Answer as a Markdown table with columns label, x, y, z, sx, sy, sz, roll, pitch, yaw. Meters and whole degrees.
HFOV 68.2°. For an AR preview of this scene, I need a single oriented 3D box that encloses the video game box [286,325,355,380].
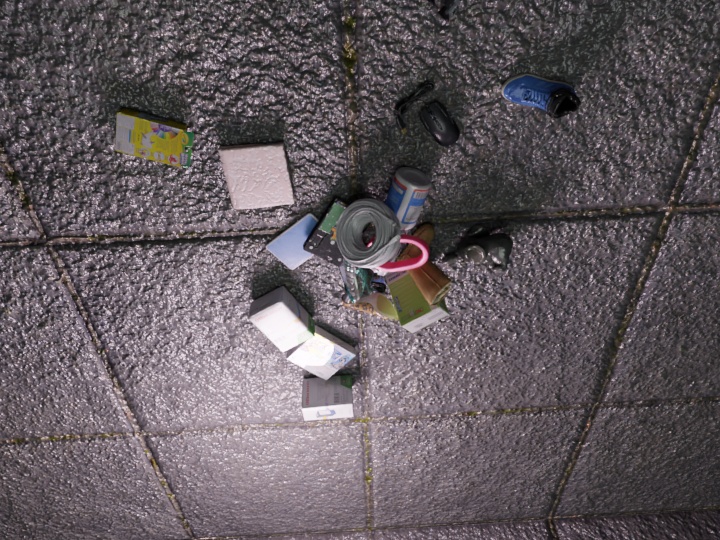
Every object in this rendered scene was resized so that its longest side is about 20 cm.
| label | x | y | z | sx | sy | sz | roll | pitch | yaw |
| --- | --- | --- | --- | --- | --- | --- | --- | --- | --- |
| video game box | -0.149 | 0.313 | 2.007 | 0.199 | 0.047 | 0.182 | 34 | 122 | -26 |

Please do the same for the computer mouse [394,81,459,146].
| label | x | y | z | sx | sy | sz | roll | pitch | yaw |
| --- | --- | --- | --- | --- | --- | --- | --- | --- | --- |
| computer mouse | 0.182 | -0.399 | 1.457 | 0.140 | 0.046 | 0.200 | -28 | 125 | 17 |

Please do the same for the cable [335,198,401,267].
| label | x | y | z | sx | sy | sz | roll | pitch | yaw |
| --- | --- | --- | --- | --- | --- | --- | --- | --- | --- |
| cable | 0.022 | -0.109 | 1.549 | 0.200 | 0.201 | 0.069 | -47 | 154 | 24 |

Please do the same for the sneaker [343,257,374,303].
| label | x | y | z | sx | sy | sz | roll | pitch | yaw |
| --- | --- | --- | --- | --- | --- | --- | --- | --- | --- |
| sneaker | -0.001 | 0.000 | 1.683 | 0.090 | 0.078 | 0.202 | -13 | 117 | -20 |

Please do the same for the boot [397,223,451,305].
| label | x | y | z | sx | sy | sz | roll | pitch | yaw |
| --- | --- | --- | --- | --- | --- | --- | --- | --- | --- |
| boot | 0.221 | -0.020 | 1.653 | 0.066 | 0.200 | 0.176 | 11 | 121 | -44 |

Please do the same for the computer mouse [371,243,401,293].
| label | x | y | z | sx | sy | sz | roll | pitch | yaw |
| --- | --- | --- | --- | --- | --- | --- | --- | --- | --- |
| computer mouse | 0.064 | -0.019 | 1.716 | 0.109 | 0.044 | 0.201 | 27 | 116 | 0 |

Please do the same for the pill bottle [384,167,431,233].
| label | x | y | z | sx | sy | sz | roll | pitch | yaw |
| --- | --- | --- | --- | --- | --- | --- | --- | --- | --- |
| pill bottle | 0.127 | -0.193 | 1.577 | 0.111 | 0.113 | 0.201 | 12 | 127 | -12 |

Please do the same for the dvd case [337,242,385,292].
| label | x | y | z | sx | sy | sz | roll | pitch | yaw |
| --- | --- | --- | --- | --- | --- | --- | --- | --- | --- |
| dvd case | 0.000 | 0.000 | 1.783 | 0.141 | 0.018 | 0.201 | -12 | 129 | 7 |

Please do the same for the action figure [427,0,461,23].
| label | x | y | z | sx | sy | sz | roll | pitch | yaw |
| --- | --- | --- | --- | --- | --- | --- | --- | --- | --- |
| action figure | 0.248 | -0.679 | 1.226 | 0.130 | 0.070 | 0.200 | 36 | 115 | -22 |

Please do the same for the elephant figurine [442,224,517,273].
| label | x | y | z | sx | sy | sz | roll | pitch | yaw |
| --- | --- | --- | --- | --- | --- | --- | --- | --- | --- |
| elephant figurine | 0.372 | -0.068 | 1.691 | 0.198 | 0.142 | 0.157 | 13 | 99 | 6 |

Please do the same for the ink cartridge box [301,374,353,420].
| label | x | y | z | sx | sy | sz | roll | pitch | yaw |
| --- | --- | --- | --- | --- | --- | --- | --- | --- | --- |
| ink cartridge box | -0.129 | 0.499 | 2.092 | 0.197 | 0.146 | 0.088 | -4 | 131 | -1 |

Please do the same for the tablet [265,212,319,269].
| label | x | y | z | sx | sy | sz | roll | pitch | yaw |
| --- | --- | --- | --- | --- | --- | --- | --- | --- | --- |
| tablet | -0.191 | -0.091 | 1.703 | 0.199 | 0.014 | 0.130 | -33 | 123 | 22 |

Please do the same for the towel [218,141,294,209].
| label | x | y | z | sx | sy | sz | roll | pitch | yaw |
| --- | --- | --- | --- | --- | --- | --- | --- | --- | --- |
| towel | -0.297 | -0.274 | 1.540 | 0.189 | 0.032 | 0.202 | -6 | 129 | 0 |

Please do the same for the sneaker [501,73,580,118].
| label | x | y | z | sx | sy | sz | roll | pitch | yaw |
| --- | --- | --- | --- | --- | --- | --- | --- | --- | --- |
| sneaker | 0.475 | -0.454 | 1.389 | 0.197 | 0.112 | 0.077 | 6 | 128 | -8 |

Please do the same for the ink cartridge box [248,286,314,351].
| label | x | y | z | sx | sy | sz | roll | pitch | yaw |
| --- | --- | --- | --- | --- | --- | --- | --- | --- | --- |
| ink cartridge box | -0.271 | 0.170 | 1.850 | 0.144 | 0.088 | 0.200 | -27 | 127 | 17 |

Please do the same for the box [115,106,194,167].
| label | x | y | z | sx | sy | sz | roll | pitch | yaw |
| --- | --- | --- | --- | --- | --- | --- | --- | --- | --- |
| box | -0.556 | -0.359 | 1.447 | 0.198 | 0.049 | 0.118 | 14 | 126 | -11 |

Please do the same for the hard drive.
| label | x | y | z | sx | sy | sz | roll | pitch | yaw |
| --- | --- | --- | --- | --- | --- | --- | --- | --- | --- |
| hard drive | -0.073 | -0.119 | 1.657 | 0.139 | 0.038 | 0.201 | 25 | 117 | -23 |

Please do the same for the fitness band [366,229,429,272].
| label | x | y | z | sx | sy | sz | roll | pitch | yaw |
| --- | --- | --- | --- | --- | --- | --- | --- | --- | --- |
| fitness band | 0.111 | -0.055 | 1.614 | 0.198 | 0.038 | 0.144 | -10 | 135 | 26 |

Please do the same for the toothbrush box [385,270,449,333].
| label | x | y | z | sx | sy | sz | roll | pitch | yaw |
| --- | --- | --- | --- | --- | --- | --- | --- | --- | --- |
| toothbrush box | 0.182 | 0.077 | 1.730 | 0.145 | 0.202 | 0.086 | -30 | 147 | 19 |

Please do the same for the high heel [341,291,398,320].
| label | x | y | z | sx | sy | sz | roll | pitch | yaw |
| --- | --- | --- | --- | --- | --- | --- | --- | --- | --- |
| high heel | 0.032 | 0.126 | 1.801 | 0.199 | 0.072 | 0.143 | 33 | 150 | -3 |
